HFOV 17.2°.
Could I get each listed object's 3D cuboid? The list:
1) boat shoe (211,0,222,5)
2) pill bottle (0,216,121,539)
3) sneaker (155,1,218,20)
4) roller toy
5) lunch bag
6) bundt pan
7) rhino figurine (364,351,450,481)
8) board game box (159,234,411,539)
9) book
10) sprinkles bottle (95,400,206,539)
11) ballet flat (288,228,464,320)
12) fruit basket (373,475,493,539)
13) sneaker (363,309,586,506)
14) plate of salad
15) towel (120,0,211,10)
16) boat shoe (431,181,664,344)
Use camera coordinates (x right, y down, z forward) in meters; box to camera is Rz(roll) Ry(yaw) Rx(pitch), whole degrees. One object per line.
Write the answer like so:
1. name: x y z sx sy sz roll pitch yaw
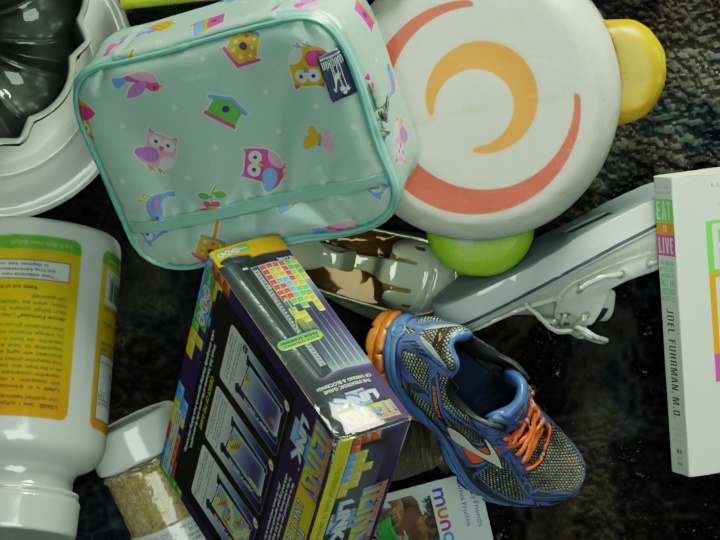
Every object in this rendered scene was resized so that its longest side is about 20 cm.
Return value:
1. boat shoe: -0.093 -0.136 1.537 0.199 0.057 0.067 -23 92 16
2. pill bottle: -0.219 0.074 1.559 0.110 0.111 0.201 4 76 -1
3. sneaker: -0.038 -0.194 1.592 0.199 0.076 0.115 -25 95 3
4. roller toy: 0.082 -0.119 1.564 0.182 0.140 0.200 42 102 -1
5. lunch bag: -0.067 -0.086 1.478 0.199 0.077 0.161 -11 112 20
6. bundt pan: -0.270 -0.156 1.530 0.201 0.076 0.203 0 81 -2
7. rhino figurine: 0.007 0.097 1.612 0.199 0.060 0.088 13 80 -17
8. board game box: -0.051 0.107 1.478 0.057 0.200 0.165 -16 52 -30
9. book: 0.265 0.029 1.604 0.133 0.048 0.201 -8 97 -23
10. sprinkles bottle: -0.116 0.191 1.614 0.068 0.068 0.201 -25 94 0
11. ballet flat: 0.000 0.000 1.608 0.199 0.062 0.068 11 92 -2
12. fruit basket: 0.020 0.244 1.590 0.199 0.094 0.186 -11 86 -24
13. sneaker: 0.087 0.097 1.572 0.200 0.078 0.076 38 63 -34
14. plate of salad: -0.250 -0.133 1.603 0.199 0.048 0.201 0 90 -7
15. towel: -0.057 -0.212 1.527 0.199 0.018 0.086 -4 56 15
16. boat shoe: 0.147 0.014 1.603 0.201 0.075 0.086 -26 102 -19
